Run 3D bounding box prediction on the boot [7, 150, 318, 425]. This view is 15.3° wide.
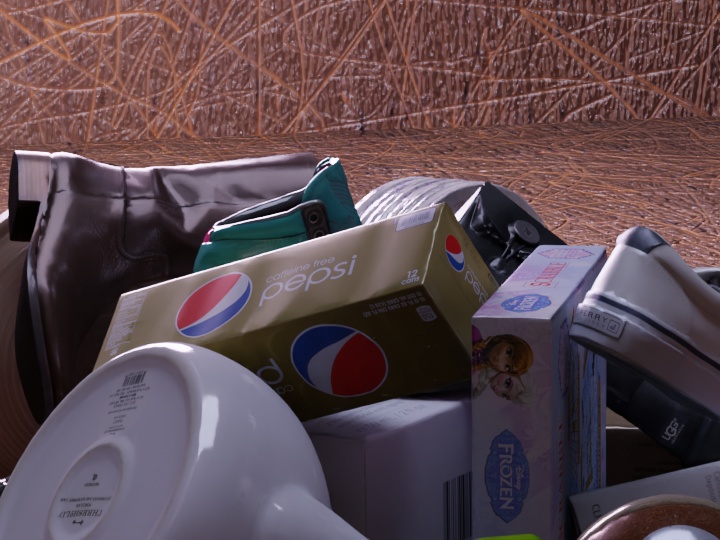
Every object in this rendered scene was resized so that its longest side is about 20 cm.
[{"bbox_3d":[-0.101,0.006,1.563,0.199,0.187,0.064,3,-31,-15],"label":"boot"}]

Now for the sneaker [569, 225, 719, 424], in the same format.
[{"bbox_3d":[0.185,0.039,1.341,0.073,0.071,0.200,24,-4,43],"label":"sneaker"}]

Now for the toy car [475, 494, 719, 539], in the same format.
[{"bbox_3d":[0.132,0.194,1.038,0.163,0.158,0.200,-5,22,0],"label":"toy car"}]

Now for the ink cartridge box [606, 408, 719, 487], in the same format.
[{"bbox_3d":[0.219,0.109,1.664,0.164,0.075,0.200,0,11,13],"label":"ink cartridge box"}]

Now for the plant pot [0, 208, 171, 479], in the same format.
[{"bbox_3d":[-0.159,0.052,1.632,0.200,0.202,0.093,-3,7,-14],"label":"plant pot"}]

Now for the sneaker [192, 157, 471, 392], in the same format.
[{"bbox_3d":[0.000,0.000,1.461,0.199,0.121,0.084,0,10,-1],"label":"sneaker"}]

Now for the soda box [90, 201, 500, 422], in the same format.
[{"bbox_3d":[-0.033,0.032,1.357,0.199,0.068,0.064,-15,37,28],"label":"soda box"}]

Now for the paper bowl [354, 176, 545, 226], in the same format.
[{"bbox_3d":[0.063,0.044,1.669,0.104,0.202,0.200,8,13,40],"label":"paper bowl"}]

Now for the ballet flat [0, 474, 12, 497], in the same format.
[{"bbox_3d":[-0.192,0.131,1.429,0.199,0.067,0.057,-23,38,10],"label":"ballet flat"}]

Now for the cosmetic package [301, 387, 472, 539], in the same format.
[{"bbox_3d":[-0.027,0.118,1.500,0.199,0.124,0.199,4,11,32],"label":"cosmetic package"}]

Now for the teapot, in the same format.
[{"bbox_3d":[-0.083,0.142,1.310,0.146,0.197,0.200,35,16,-31],"label":"teapot"}]

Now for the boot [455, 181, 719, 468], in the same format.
[{"bbox_3d":[0.142,0.018,1.551,0.200,0.066,0.165,31,29,7],"label":"boot"}]

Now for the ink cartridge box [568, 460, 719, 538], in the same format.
[{"bbox_3d":[0.207,0.113,1.372,0.173,0.044,0.200,-15,-6,11],"label":"ink cartridge box"}]

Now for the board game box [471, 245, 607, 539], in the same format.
[{"bbox_3d":[0.093,0.101,1.362,0.041,0.201,0.199,1,10,13],"label":"board game box"}]
